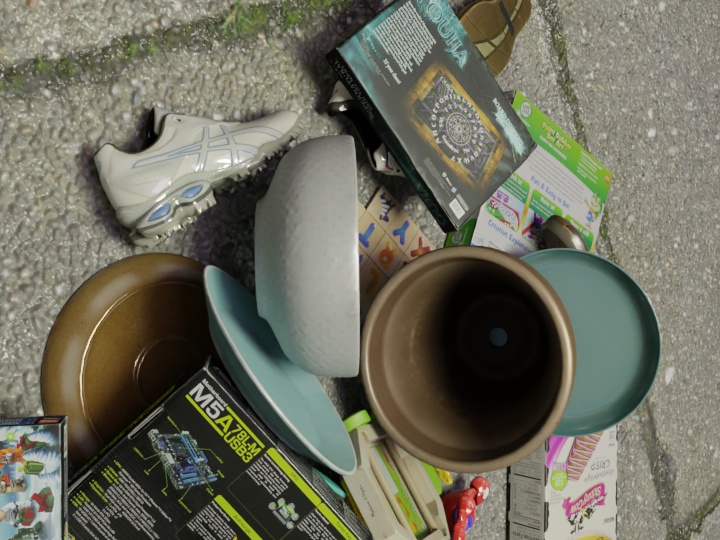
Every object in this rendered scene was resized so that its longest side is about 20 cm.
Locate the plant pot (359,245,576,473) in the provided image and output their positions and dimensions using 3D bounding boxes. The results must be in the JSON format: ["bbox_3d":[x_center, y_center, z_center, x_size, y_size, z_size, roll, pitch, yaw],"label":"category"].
[{"bbox_3d":[0.118,0.077,0.852,0.174,0.197,0.204,-5,94,-69],"label":"plant pot"}]

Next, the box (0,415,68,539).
[{"bbox_3d":[-0.270,0.204,0.599,0.134,0.040,0.204,-1,90,-11],"label":"box"}]

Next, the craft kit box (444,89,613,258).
[{"bbox_3d":[0.198,-0.067,1.006,0.199,0.048,0.200,30,74,-35],"label":"craft kit box"}]

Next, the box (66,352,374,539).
[{"bbox_3d":[-0.120,0.201,0.665,0.193,0.048,0.200,-42,100,0],"label":"box"}]

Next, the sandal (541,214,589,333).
[{"bbox_3d":[0.235,0.039,0.965,0.054,0.082,0.203,-27,106,-14],"label":"sandal"}]

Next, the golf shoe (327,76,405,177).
[{"bbox_3d":[0.045,-0.120,0.870,0.200,0.072,0.093,45,68,-19],"label":"golf shoe"}]

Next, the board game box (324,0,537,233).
[{"bbox_3d":[0.072,-0.157,0.829,0.135,0.028,0.201,-43,106,-25],"label":"board game box"}]

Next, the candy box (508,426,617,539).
[{"bbox_3d":[0.237,0.223,1.024,0.135,0.061,0.204,1,89,-38],"label":"candy box"}]

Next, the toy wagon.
[{"bbox_3d":[0.043,0.208,0.839,0.157,0.039,0.200,62,14,14],"label":"toy wagon"}]

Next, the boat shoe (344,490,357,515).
[{"bbox_3d":[-0.026,0.247,0.800,0.199,0.062,0.072,-19,89,-61],"label":"boat shoe"}]

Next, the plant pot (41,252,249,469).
[{"bbox_3d":[-0.161,0.087,0.728,0.198,0.027,0.204,1,89,-38],"label":"plant pot"}]

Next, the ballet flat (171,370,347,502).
[{"bbox_3d":[-0.094,0.159,0.732,0.069,0.068,0.200,-50,118,-13],"label":"ballet flat"}]

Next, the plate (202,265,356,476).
[{"bbox_3d":[-0.070,0.083,0.702,0.025,0.201,0.201,-36,116,3],"label":"plate"}]

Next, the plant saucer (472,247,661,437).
[{"bbox_3d":[0.215,0.075,0.933,0.027,0.197,0.204,-28,109,-68],"label":"plant saucer"}]

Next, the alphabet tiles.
[{"bbox_3d":[0.000,0.000,0.870,0.200,0.007,0.168,48,63,-29],"label":"alphabet tiles"}]

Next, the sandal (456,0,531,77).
[{"bbox_3d":[0.131,-0.263,0.952,0.081,0.053,0.201,60,42,-28],"label":"sandal"}]

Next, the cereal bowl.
[{"bbox_3d":[-0.044,-0.011,0.729,0.082,0.200,0.204,0,90,-4],"label":"cereal bowl"}]

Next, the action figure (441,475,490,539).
[{"bbox_3d":[0.074,0.292,0.894,0.052,0.065,0.201,41,65,-6],"label":"action figure"}]

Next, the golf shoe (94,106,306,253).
[{"bbox_3d":[-0.128,-0.105,0.730,0.200,0.078,0.098,-39,96,-40],"label":"golf shoe"}]
